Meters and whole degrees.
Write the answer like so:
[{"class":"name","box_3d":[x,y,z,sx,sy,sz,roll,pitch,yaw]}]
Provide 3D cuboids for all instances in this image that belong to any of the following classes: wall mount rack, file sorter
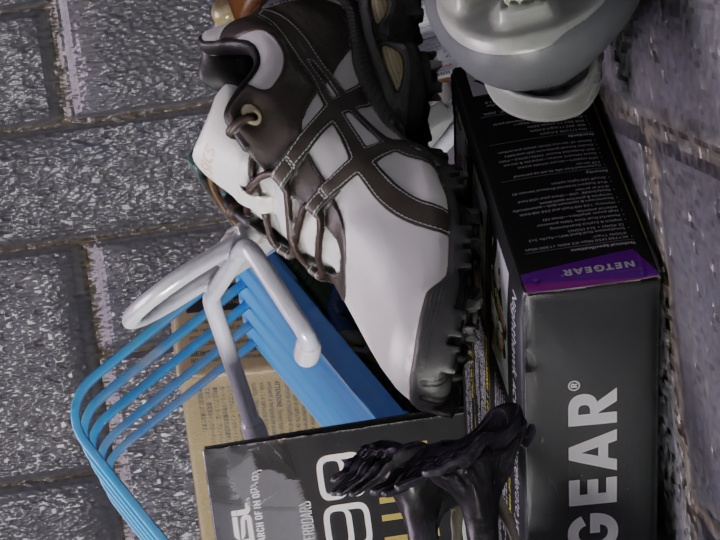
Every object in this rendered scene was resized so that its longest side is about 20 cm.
[{"class":"wall mount rack","box_3d":[0.000,0.000,1.209,0.075,0.200,0.174,56,164,6]},{"class":"file sorter","box_3d":[-0.050,0.091,1.403,0.139,0.123,0.200,49,171,10]}]

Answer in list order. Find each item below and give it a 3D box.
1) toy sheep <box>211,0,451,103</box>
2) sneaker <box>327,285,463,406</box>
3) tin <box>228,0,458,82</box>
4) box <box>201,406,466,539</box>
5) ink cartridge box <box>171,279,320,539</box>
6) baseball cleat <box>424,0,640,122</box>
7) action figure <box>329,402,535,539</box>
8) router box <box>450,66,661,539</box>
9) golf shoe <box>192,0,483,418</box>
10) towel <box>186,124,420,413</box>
[{"class":"toy sheep","box_3d":[-0.007,-0.108,1.367,0.138,0.138,0.200,85,-169,-46]},{"class":"sneaker","box_3d":[0.028,0.017,1.393,0.200,0.090,0.075,91,170,-67]},{"class":"tin","box_3d":[0.008,-0.110,1.183,0.200,0.112,0.042,58,-167,-75]},{"class":"box","box_3d":[0.026,0.158,1.208,0.050,0.157,0.201,126,137,-85]},{"class":"ink cartridge box","box_3d":[-0.017,0.082,1.679,0.200,0.164,0.075,87,176,-52]},{"class":"baseball cleat","box_3d":[0.060,-0.083,0.945,0.200,0.070,0.107,-84,-17,-61]},{"class":"action figure","box_3d":[0.049,0.150,0.976,0.119,0.102,0.200,-9,107,65]},{"class":"router box","box_3d":[0.070,0.046,1.073,0.149,0.051,0.200,-103,8,-55]},{"class":"golf shoe","box_3d":[-0.010,-0.022,1.059,0.200,0.094,0.078,-104,14,-47]},{"class":"towel","box_3d":[-0.007,-0.028,1.474,0.200,0.022,0.147,55,-144,-30]}]
